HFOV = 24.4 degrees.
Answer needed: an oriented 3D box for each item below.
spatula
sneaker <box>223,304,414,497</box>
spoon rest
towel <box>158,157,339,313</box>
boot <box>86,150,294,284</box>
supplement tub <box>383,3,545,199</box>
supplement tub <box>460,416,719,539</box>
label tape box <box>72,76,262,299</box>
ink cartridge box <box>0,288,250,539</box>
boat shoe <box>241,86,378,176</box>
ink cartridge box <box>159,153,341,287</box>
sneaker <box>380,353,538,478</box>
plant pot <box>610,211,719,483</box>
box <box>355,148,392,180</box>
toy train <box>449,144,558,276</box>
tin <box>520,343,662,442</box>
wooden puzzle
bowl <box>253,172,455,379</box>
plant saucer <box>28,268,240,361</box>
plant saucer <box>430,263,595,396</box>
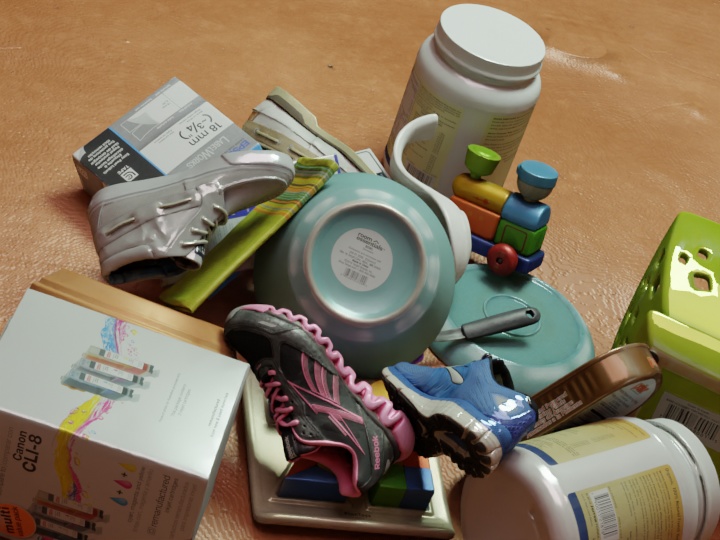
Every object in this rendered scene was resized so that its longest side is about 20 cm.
[{"bbox_3d":[0.089,0.062,1.654,0.198,0.021,0.057,-11,63,-21],"label":"spatula"},{"bbox_3d":[-0.047,0.115,1.429,0.200,0.079,0.096,42,57,-2],"label":"sneaker"},{"bbox_3d":[0.070,-0.070,1.728,0.060,0.100,0.201,-4,56,-12],"label":"spoon rest"},{"bbox_3d":[-0.105,-0.036,1.568,0.200,0.086,0.018,-45,107,-16],"label":"towel"},{"bbox_3d":[-0.150,-0.042,1.541,0.198,0.074,0.096,-15,60,0],"label":"boot"},{"bbox_3d":[0.117,-0.179,1.862,0.144,0.201,0.146,13,36,-10],"label":"supplement tub"},{"bbox_3d":[0.202,0.208,1.454,0.199,0.145,0.145,-10,45,-34],"label":"supplement tub"},{"bbox_3d":[-0.171,-0.087,1.683,0.144,0.064,0.200,-40,62,-21],"label":"label tape box"},{"bbox_3d":[-0.212,0.137,1.347,0.198,0.146,0.145,19,38,-1],"label":"ink cartridge box"},{"bbox_3d":[-0.040,-0.101,1.699,0.068,0.075,0.200,-45,66,-7],"label":"boat shoe"},{"bbox_3d":[-0.109,-0.050,1.631,0.198,0.037,0.096,-12,88,-17],"label":"ink cartridge box"},{"bbox_3d":[0.088,0.117,1.445,0.089,0.079,0.200,-30,24,-20],"label":"sneaker"},{"bbox_3d":[0.344,0.097,1.626,0.199,0.200,0.182,26,42,8],"label":"plant pot"},{"bbox_3d":[-0.001,-0.032,1.718,0.116,0.060,0.201,-15,47,-19],"label":"box"},{"bbox_3d":[0.113,-0.084,1.786,0.199,0.117,0.084,25,22,21],"label":"toy train"},{"bbox_3d":[0.184,0.134,1.513,0.042,0.199,0.112,60,11,19],"label":"tin"},{"bbox_3d":[-0.012,0.154,1.506,0.183,0.047,0.201,7,38,-16],"label":"wooden puzzle"},{"bbox_3d":[0.000,0.000,1.567,0.199,0.203,0.105,16,-7,-5],"label":"bowl"},{"bbox_3d":[-0.196,0.042,1.472,0.198,0.038,0.200,21,-4,2],"label":"plant saucer"},{"bbox_3d":[0.154,0.054,1.728,0.198,0.028,0.201,13,37,-10],"label":"plant saucer"}]
